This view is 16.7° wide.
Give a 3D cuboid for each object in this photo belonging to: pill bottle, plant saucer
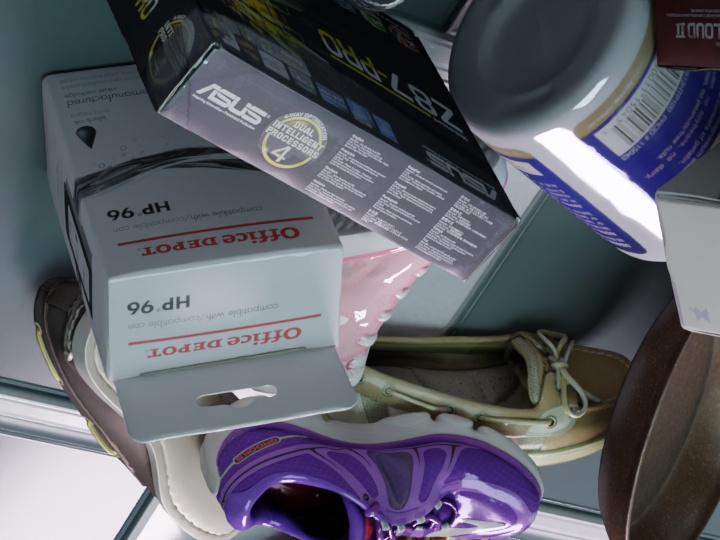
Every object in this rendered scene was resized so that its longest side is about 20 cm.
[{"bbox_3d":[0.148,-0.075,1.268,0.120,0.120,0.200,-41,132,16],"label":"pill bottle"},{"bbox_3d":[0.185,0.083,1.420,0.200,0.036,0.202,-44,145,-42],"label":"plant saucer"}]

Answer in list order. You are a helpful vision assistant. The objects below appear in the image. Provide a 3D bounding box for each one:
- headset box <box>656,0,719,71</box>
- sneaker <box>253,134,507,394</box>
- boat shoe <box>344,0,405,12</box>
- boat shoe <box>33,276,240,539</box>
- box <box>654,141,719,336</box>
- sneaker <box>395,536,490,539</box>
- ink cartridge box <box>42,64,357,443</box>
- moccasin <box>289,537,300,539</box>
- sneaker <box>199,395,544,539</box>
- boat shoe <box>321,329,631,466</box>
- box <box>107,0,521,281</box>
[{"bbox_3d":[0.219,-0.176,1.164,0.147,0.075,0.202,-4,98,-26],"label":"headset box"},{"bbox_3d":[0.000,0.000,1.305,0.199,0.076,0.105,-25,130,12],"label":"sneaker"},{"bbox_3d":[0.015,-0.193,1.114,0.072,0.063,0.201,-7,132,-16],"label":"boat shoe"},{"bbox_3d":[-0.114,0.075,1.338,0.072,0.059,0.200,-50,138,-18],"label":"boat shoe"},{"bbox_3d":[0.235,-0.046,1.225,0.200,0.068,0.083,-38,123,-36],"label":"box"},{"bbox_3d":[0.055,0.170,1.488,0.089,0.075,0.201,-5,138,-28],"label":"sneaker"},{"bbox_3d":[-0.077,-0.016,1.173,0.115,0.201,0.068,-9,133,-14],"label":"ink cartridge box"},{"bbox_3d":[-0.072,0.210,1.471,0.201,0.074,0.077,-36,142,25],"label":"moccasin"},{"bbox_3d":[0.008,0.129,1.338,0.198,0.084,0.081,7,128,-21],"label":"sneaker"},{"bbox_3d":[0.073,0.064,1.396,0.199,0.074,0.063,1,134,-13],"label":"boat shoe"},{"bbox_3d":[-0.030,-0.093,1.153,0.199,0.162,0.049,28,116,-37],"label":"box"}]
